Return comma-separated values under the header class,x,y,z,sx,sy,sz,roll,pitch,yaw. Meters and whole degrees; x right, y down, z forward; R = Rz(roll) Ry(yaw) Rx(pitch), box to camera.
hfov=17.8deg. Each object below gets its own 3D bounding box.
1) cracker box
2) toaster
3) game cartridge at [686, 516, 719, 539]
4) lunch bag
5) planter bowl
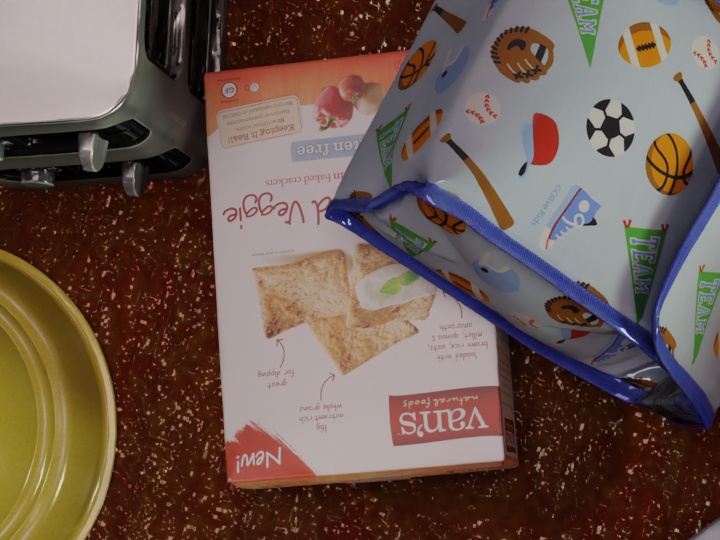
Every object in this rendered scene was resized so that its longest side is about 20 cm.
class,x,y,z,sx,sy,sz,roll,pitch,yaw
cracker box,0.000,0.000,1.100,0.133,0.058,0.201,-6,81,10
toaster,-0.137,-0.140,1.087,0.118,0.181,0.201,2,83,8
game cartridge,0.182,0.220,1.036,0.133,0.041,0.200,-33,77,-8
lunch bag,0.117,-0.046,1.030,0.200,0.124,0.170,35,74,-21
planter bowl,-0.226,0.076,1.120,0.200,0.083,0.201,-2,81,11
